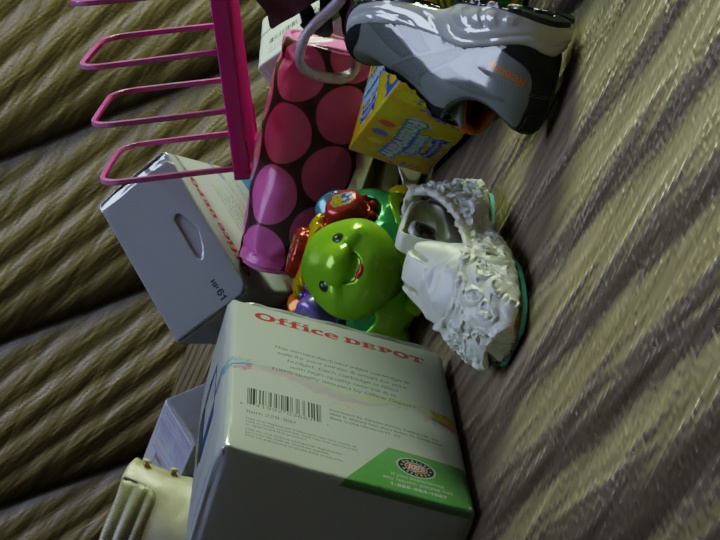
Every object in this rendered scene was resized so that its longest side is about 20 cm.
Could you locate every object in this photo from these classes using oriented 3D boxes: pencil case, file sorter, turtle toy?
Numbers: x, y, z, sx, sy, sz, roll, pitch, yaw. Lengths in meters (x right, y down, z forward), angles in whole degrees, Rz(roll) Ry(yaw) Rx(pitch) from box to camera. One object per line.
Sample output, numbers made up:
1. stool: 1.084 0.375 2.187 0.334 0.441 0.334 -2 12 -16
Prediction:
1. pencil case: -0.039 -0.094 1.382 0.091 0.093 0.202 31 110 56
2. file sorter: -0.158 -0.181 1.331 0.139 0.124 0.202 -92 -4 -72
3. turtle toy: 0.000 0.000 1.181 0.200 0.100 0.147 -169 95 -81

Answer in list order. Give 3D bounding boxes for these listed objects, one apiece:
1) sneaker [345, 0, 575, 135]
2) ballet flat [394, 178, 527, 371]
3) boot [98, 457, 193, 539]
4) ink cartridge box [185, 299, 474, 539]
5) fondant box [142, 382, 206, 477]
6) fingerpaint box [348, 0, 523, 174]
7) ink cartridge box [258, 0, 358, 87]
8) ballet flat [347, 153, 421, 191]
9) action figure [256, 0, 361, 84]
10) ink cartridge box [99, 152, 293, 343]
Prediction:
1. sneaker: 0.050 -0.128 1.035 0.199 0.073 0.080 17 102 56
2. ballet flat: 0.052 -0.002 0.984 0.200 0.071 0.072 -97 25 -67
3. boot: -0.092 0.162 1.208 0.073 0.154 0.201 91 -157 -57
4. ink cartridge box: -0.021 0.107 0.973 0.200 0.144 0.088 -96 23 -66
5. fondant box: -0.137 0.175 1.596 0.058 0.143 0.201 52 143 23
6. fingerpaint box: 0.060 -0.181 1.228 0.200 0.073 0.169 139 147 -75
7. ink cartridge box: -0.015 -0.222 1.553 0.146 0.083 0.200 -34 19 11
8. ballet flat: 0.014 -0.042 1.324 0.069 0.069 0.202 131 155 -69
9. action figure: -0.010 -0.254 1.239 0.199 0.133 0.150 -32 66 39
10. ink cartridge box: -0.129 -0.016 1.488 0.084 0.145 0.200 -35 -13 12
